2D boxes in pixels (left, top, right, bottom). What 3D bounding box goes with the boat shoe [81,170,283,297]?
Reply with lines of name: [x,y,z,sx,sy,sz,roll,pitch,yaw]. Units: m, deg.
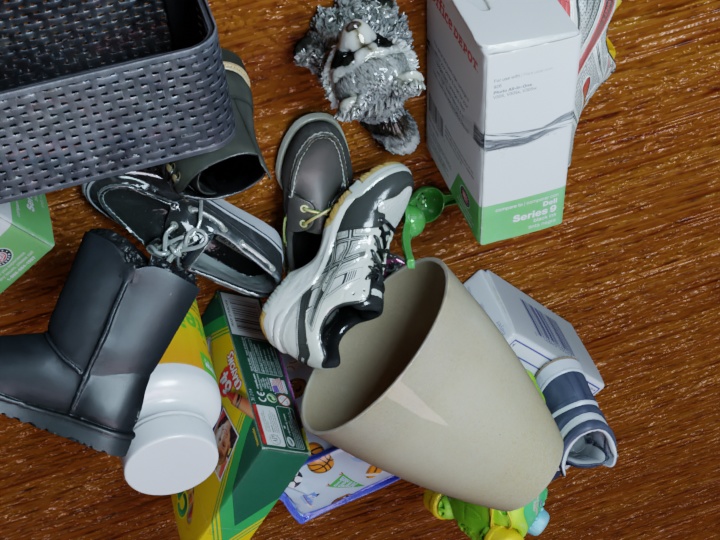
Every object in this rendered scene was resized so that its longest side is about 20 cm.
boat shoe: [-0.154,-0.031,0.988,0.199,0.068,0.074,32,120,-30]

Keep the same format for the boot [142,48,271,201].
boot: [-0.174,-0.092,0.881,0.199,0.139,0.078,-24,138,3]

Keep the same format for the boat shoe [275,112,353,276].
boat shoe: [-0.038,-0.052,1.037,0.071,0.061,0.202,-9,136,-13]

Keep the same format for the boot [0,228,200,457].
boot: [-0.248,0.041,0.918,0.199,0.076,0.169,21,84,-3]

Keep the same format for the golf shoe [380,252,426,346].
golf shoe: [0.071,0.052,1.114,0.073,0.092,0.200,-43,97,3]

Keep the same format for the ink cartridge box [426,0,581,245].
ink cartridge box: [0.114,-0.147,0.942,0.084,0.146,0.201,-13,137,-9]

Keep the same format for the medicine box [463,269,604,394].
medicine box: [0.134,0.125,1.260,0.200,0.103,0.182,-42,135,20]

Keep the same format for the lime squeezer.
lime squeezer: [0.067,-0.047,1.063,0.200,0.070,0.038,-37,148,-49]

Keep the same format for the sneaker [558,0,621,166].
sneaker: [0.191,-0.170,1.004,0.082,0.078,0.201,-13,137,-12]

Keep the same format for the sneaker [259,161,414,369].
sneaker: [0.000,0.000,1.002,0.200,0.088,0.076,-56,148,0]

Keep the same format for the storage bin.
storage bin: [-0.202,-0.143,0.818,0.199,0.136,0.094,-15,137,-9]

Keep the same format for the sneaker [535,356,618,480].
sneaker: [0.220,0.197,1.212,0.070,0.109,0.201,-11,136,-12]

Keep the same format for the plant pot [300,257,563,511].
plant pot: [0.081,0.124,1.004,0.200,0.188,0.187,40,112,-19]

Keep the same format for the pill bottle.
pill bottle: [-0.189,0.098,1.022,0.111,0.200,0.111,-12,137,-11]

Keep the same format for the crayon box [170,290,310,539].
crayon box: [-0.134,0.152,1.101,0.058,0.200,0.173,13,127,-33]

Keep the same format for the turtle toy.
turtle toy: [0.143,0.198,1.161,0.101,0.146,0.201,-10,111,-30]

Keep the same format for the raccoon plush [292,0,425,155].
raccoon plush: [0.030,-0.139,0.922,0.097,0.134,0.200,-37,136,14]

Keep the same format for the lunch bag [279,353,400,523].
lunch bag: [-0.010,0.139,1.162,0.199,0.170,0.124,-27,140,4]

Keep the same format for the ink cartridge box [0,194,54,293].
ink cartridge box: [-0.369,-0.045,0.885,0.146,0.085,0.200,-37,136,15]
